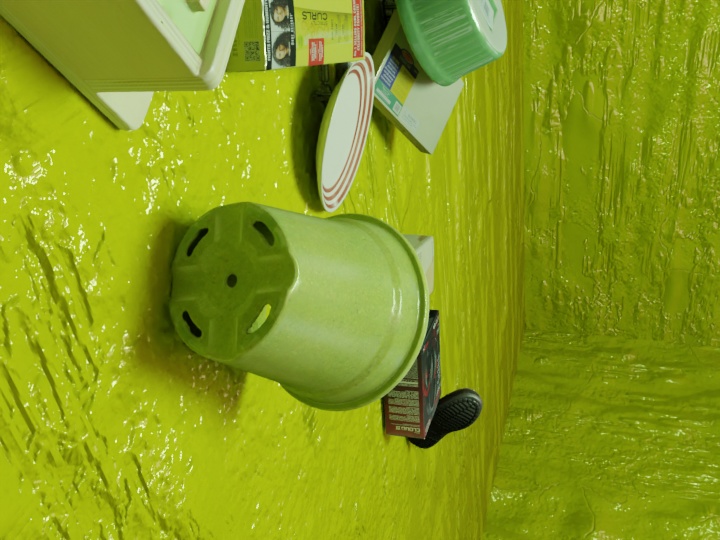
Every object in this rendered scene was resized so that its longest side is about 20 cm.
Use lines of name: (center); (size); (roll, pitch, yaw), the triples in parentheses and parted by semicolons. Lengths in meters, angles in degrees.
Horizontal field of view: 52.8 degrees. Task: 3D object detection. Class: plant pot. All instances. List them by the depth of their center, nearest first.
plant pot: (-0.065, 0.023, 0.659); (0.184, 0.199, 0.202); (21, 73, -58)

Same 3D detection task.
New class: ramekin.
ramekin: (0.135, -0.379, 1.046); (0.200, 0.097, 0.202); (32, 51, -51)

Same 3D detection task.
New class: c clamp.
c clamp: (-0.042, -0.282, 0.885); (0.171, 0.027, 0.202); (-55, 143, -65)

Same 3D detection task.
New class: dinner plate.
dinner plate: (-0.022, -0.173, 0.910); (0.200, 0.024, 0.202); (18, 90, -80)

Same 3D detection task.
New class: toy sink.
toy sink: (-0.143, -0.194, 0.464); (0.200, 0.111, 0.131); (55, 43, -61)

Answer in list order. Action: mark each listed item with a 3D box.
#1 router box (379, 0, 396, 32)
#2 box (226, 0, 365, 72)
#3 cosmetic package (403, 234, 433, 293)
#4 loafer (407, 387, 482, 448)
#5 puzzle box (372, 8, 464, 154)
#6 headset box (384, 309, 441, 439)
router box: (0.095, -0.405, 1.192); (0.200, 0.062, 0.151); (-63, 150, -49)
box: (-0.062, -0.246, 0.743); (0.200, 0.050, 0.076); (-31, 124, -58)
cosmetic package: (0.061, 0.012, 1.166); (0.200, 0.071, 0.106); (-41, 131, -64)
loafer: (0.158, 0.270, 1.390); (0.200, 0.073, 0.071); (-42, -162, 41)
puzzle box: (0.082, -0.281, 1.103); (0.200, 0.025, 0.134); (33, 80, -51)
headset box: (0.094, 0.188, 1.290); (0.149, 0.074, 0.202); (-51, 141, -61)
